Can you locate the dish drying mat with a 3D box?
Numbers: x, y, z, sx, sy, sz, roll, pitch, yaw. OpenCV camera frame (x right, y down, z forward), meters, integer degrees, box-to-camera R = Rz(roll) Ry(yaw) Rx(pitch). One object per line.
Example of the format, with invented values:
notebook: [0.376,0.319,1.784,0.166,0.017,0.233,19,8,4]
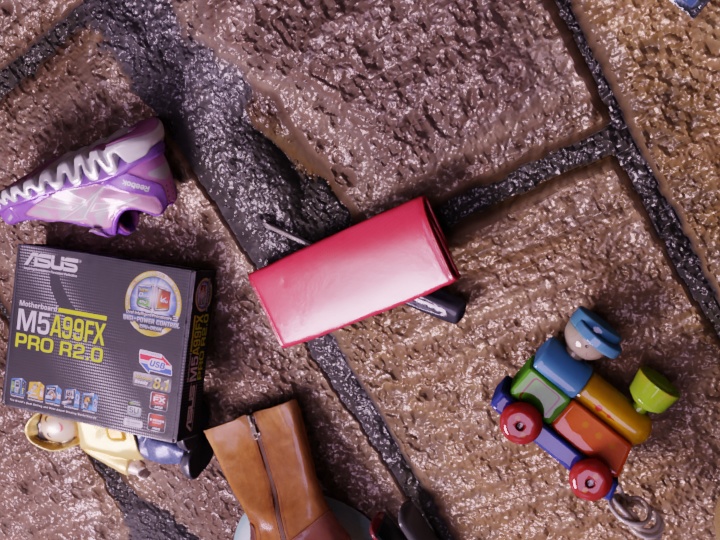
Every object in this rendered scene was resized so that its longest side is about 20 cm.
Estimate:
dish drying mat: [-0.009,0.005,0.885,0.199,0.018,0.077,-23,95,36]

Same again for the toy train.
toy train: [0.214,0.128,0.834,0.200,0.085,0.116,39,108,4]

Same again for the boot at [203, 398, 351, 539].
boot: [-0.108,0.244,0.991,0.188,0.068,0.201,-26,85,23]

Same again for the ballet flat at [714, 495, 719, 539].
ballet flat: [0.338,0.272,0.846,0.068,0.063,0.201,-15,105,28]

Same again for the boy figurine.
boy figurine: [-0.248,0.153,1.049,0.199,0.064,0.125,6,117,18]

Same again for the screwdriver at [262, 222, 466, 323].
screwdriver: [0.000,0.000,0.902,0.199,0.028,0.029,22,148,21]

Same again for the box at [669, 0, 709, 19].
box: [0.222,-0.278,0.647,0.137,0.040,0.200,39,134,4]

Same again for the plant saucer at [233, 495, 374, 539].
plant saucer: [-0.048,0.318,1.047,0.200,0.039,0.202,9,114,20]

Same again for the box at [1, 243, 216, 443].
box: [-0.241,0.065,0.987,0.199,0.044,0.161,9,94,20]

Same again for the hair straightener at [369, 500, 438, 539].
hair straightener: [0.095,0.298,0.975,0.077,0.041,0.200,-33,96,31]

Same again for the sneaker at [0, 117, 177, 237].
sneaker: [-0.248,-0.066,0.948,0.199,0.081,0.089,-15,113,27]
